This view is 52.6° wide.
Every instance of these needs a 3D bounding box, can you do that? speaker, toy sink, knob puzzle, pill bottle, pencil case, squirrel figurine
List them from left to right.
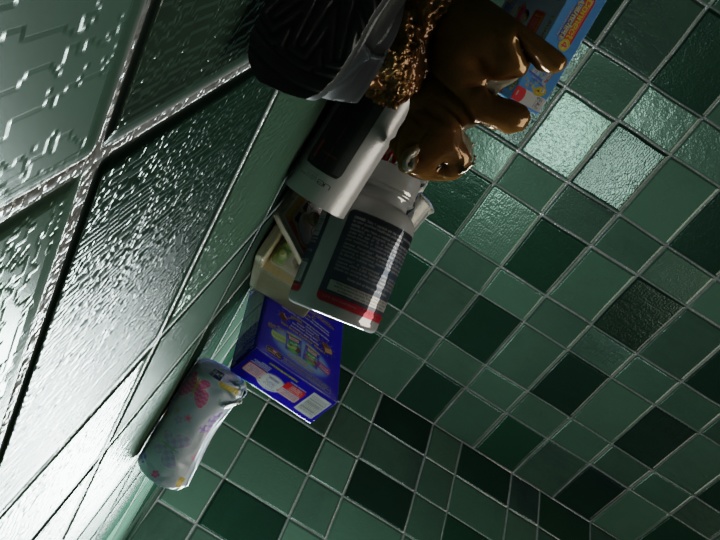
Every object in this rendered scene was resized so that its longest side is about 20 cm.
[{"bbox_3d":[-0.255,0.232,1.109,0.200,0.091,0.083,-57,-178,4],"label":"pencil case"},{"bbox_3d":[-0.081,-0.022,1.090,0.130,0.112,0.200,-59,-178,-18],"label":"toy sink"},{"bbox_3d":[-0.025,-0.054,1.002,0.030,0.220,0.220,-1,-138,34],"label":"knob puzzle"},{"bbox_3d":[-0.002,-0.160,0.828,0.200,0.081,0.081,-56,-178,8],"label":"speaker"},{"bbox_3d":[0.000,-0.034,0.911,0.120,0.120,0.200,146,-34,-85],"label":"pill bottle"},{"bbox_3d":[0.075,-0.191,0.740,0.187,0.200,0.142,-54,-157,22],"label":"squirrel figurine"}]

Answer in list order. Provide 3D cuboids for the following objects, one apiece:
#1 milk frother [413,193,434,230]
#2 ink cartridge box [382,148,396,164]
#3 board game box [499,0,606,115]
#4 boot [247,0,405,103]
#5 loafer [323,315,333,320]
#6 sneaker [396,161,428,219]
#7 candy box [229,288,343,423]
[{"bbox_3d":[0.016,-0.094,1.286,0.188,0.180,0.200,-52,-174,-8],"label":"milk frother"},{"bbox_3d":[0.037,-0.224,1.016,0.163,0.057,0.200,132,-21,-74],"label":"ink cartridge box"},{"bbox_3d":[0.263,-0.362,1.110,0.200,0.056,0.196,-61,-157,21],"label":"board game box"},{"bbox_3d":[0.013,-0.171,0.427,0.165,0.066,0.200,-49,-179,14],"label":"boot"},{"bbox_3d":[0.000,0.000,1.160,0.200,0.072,0.063,-54,-167,36],"label":"loafer"},{"bbox_3d":[0.045,-0.158,1.180,0.079,0.130,0.199,126,-12,-82],"label":"sneaker"},{"bbox_3d":[-0.114,0.120,1.198,0.077,0.169,0.200,-38,-154,28],"label":"candy box"}]
